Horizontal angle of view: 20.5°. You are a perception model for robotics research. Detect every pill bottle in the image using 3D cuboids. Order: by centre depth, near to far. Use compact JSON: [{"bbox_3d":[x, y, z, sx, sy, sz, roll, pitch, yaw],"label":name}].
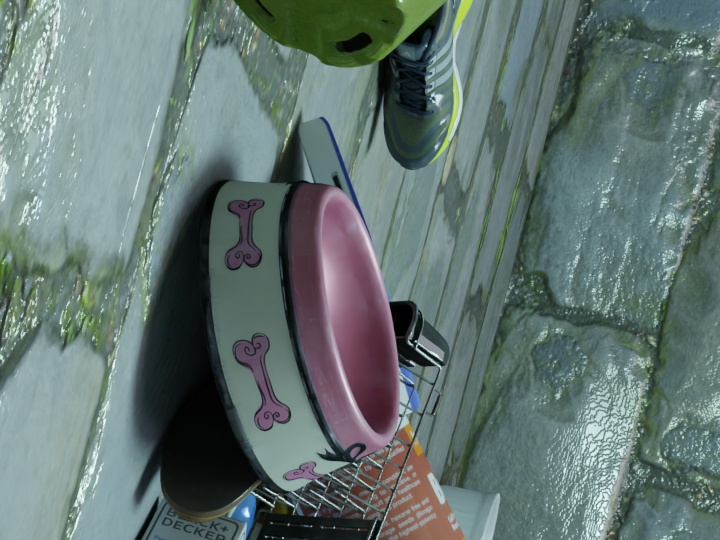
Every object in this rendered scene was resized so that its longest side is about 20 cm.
[{"bbox_3d":[0.004,0.173,1.542,0.201,0.112,0.112,64,11,1],"label":"pill bottle"}]

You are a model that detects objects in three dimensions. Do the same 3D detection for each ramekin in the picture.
[{"bbox_3d":[0.139,0.421,3.001,0.200,0.097,0.202,14,90,-80],"label":"ramekin"}]

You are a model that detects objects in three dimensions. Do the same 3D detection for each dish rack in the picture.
[{"bbox_3d":[-0.022,0.122,1.368,0.153,0.054,0.201,-7,-125,54],"label":"dish rack"}]

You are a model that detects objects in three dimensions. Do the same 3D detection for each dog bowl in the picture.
[{"bbox_3d":[-0.032,0.035,1.248,0.200,0.073,0.201,-12,90,-76],"label":"dog bowl"}]

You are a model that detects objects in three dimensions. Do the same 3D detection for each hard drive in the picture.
[{"bbox_3d":[0.000,0.000,1.472,0.200,0.025,0.132,73,-2,-51],"label":"hard drive"}]

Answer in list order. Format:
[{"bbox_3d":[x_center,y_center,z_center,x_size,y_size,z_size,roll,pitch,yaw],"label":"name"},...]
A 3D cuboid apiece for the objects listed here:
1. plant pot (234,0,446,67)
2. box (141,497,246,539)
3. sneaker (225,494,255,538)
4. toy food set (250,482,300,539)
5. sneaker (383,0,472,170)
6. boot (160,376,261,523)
[{"bbox_3d":[0.012,-0.221,1.124,0.190,0.199,0.201,-54,160,-32],"label":"plant pot"},{"bbox_3d":[-0.133,0.254,1.251,0.200,0.060,0.117,-64,166,-52],"label":"box"},{"bbox_3d":[-0.075,0.259,1.450,0.077,0.111,0.201,0,103,-80],"label":"sneaker"},{"bbox_3d":[-0.057,0.210,1.640,0.200,0.060,0.144,-61,162,-56],"label":"toy food set"},{"bbox_3d":[0.047,-0.181,1.694,0.081,0.073,0.201,-35,134,-62],"label":"sneaker"},{"bbox_3d":[-0.085,0.112,1.322,0.200,0.073,0.076,-66,177,-55],"label":"boot"}]
